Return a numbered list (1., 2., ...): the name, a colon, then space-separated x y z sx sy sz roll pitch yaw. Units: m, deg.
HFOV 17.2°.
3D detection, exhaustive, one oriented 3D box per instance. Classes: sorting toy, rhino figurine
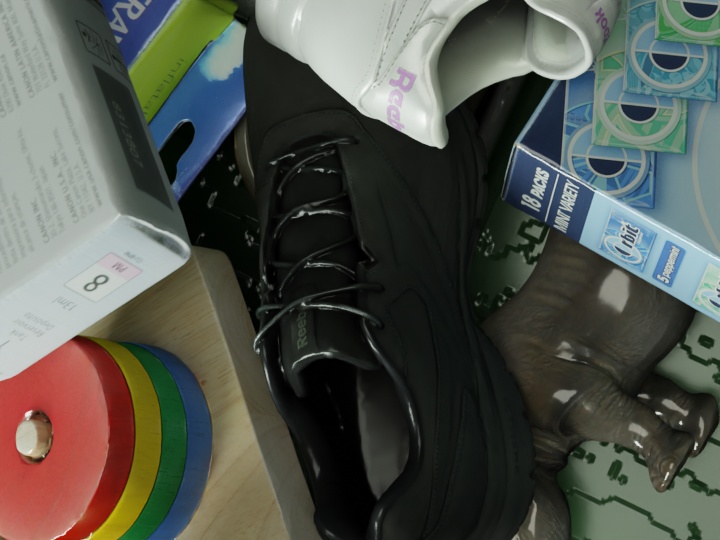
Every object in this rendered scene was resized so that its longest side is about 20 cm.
1. sorting toy: -0.105 0.122 0.783 0.200 0.069 0.200 -36 60 30
2. rhino figurine: 0.080 0.036 0.816 0.087 0.060 0.201 33 99 15

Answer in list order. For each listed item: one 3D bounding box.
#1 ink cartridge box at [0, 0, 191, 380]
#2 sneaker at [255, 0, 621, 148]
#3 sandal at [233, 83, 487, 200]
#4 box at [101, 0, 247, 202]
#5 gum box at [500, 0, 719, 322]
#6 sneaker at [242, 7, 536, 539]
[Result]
1. ink cartridge box: -0.166 -0.025 0.782 0.199 0.057 0.163 -34 59 18
2. sneaker: 0.066 -0.113 0.755 0.200 0.075 0.100 -40 63 -11
3. sandal: 0.033 -0.094 0.826 0.199 0.055 0.082 -37 83 9
4. box: -0.138 -0.092 0.849 0.200 0.048 0.122 41 98 19
5. gum box: 0.173 -0.048 0.767 0.199 0.045 0.170 30 68 10
6. sneaker: 0.000 0.000 0.770 0.076 0.091 0.202 -21 81 27
